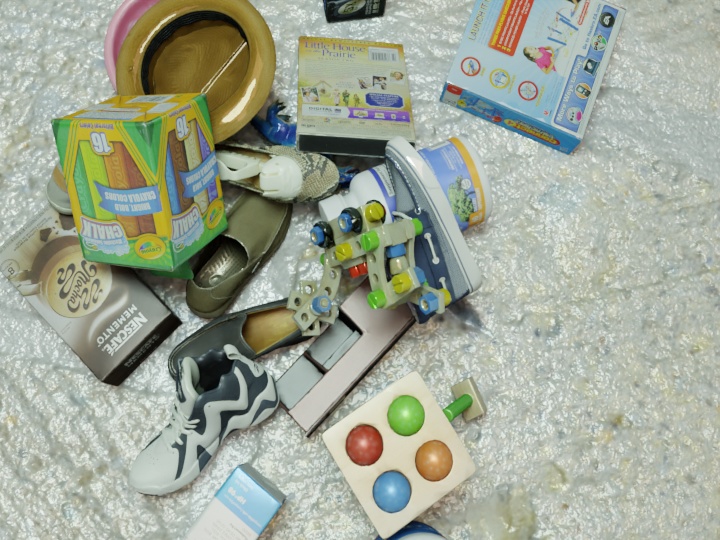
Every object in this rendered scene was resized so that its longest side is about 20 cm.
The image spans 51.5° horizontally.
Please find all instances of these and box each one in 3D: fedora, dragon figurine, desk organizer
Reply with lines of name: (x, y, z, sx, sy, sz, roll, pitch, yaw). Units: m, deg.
fedora: (-0.191, -0.234, 0.900, 0.195, 0.082, 0.206, 0, 84, 3)
dragon figurine: (-0.090, -0.156, 0.952, 0.195, 0.059, 0.102, 7, 77, -3)
desk organizer: (-0.021, 0.098, 0.898, 0.077, 0.072, 0.200, 43, 79, 8)

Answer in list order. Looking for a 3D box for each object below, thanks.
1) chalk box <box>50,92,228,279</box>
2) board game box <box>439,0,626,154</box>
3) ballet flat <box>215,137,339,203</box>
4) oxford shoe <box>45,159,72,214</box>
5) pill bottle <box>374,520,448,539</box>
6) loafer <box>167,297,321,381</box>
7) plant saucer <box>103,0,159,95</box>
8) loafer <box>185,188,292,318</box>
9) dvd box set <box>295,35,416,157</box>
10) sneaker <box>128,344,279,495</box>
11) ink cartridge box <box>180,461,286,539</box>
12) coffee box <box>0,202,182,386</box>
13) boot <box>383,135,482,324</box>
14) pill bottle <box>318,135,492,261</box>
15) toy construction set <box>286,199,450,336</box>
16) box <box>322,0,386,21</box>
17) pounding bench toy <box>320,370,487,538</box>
chalk box: (-0.231, -0.079, 0.818, 0.122, 0.124, 0.204, 4, 115, 20)
board game box: (0.230, -0.288, 1.001, 0.192, 0.056, 0.204, 23, 78, 2)
ballet flat: (-0.125, -0.118, 0.890, 0.196, 0.075, 0.069, 15, 111, 18)
oxford shoe: (-0.285, -0.130, 0.901, 0.075, 0.058, 0.199, 47, 48, 8)
pill bottle: (0.063, 0.332, 0.788, 0.109, 0.200, 0.115, 1, 78, -4)
loafer: (-0.141, 0.078, 0.894, 0.197, 0.072, 0.074, -25, 82, -8)
plant saucer: (-0.230, -0.279, 0.974, 0.195, 0.051, 0.206, 1, 78, -4)
loafer: (-0.144, -0.034, 0.914, 0.075, 0.068, 0.203, 27, 71, 2)
dvd box set: (-0.010, -0.220, 0.934, 0.143, 0.030, 0.203, 2, 49, -7)
sneaker: (-0.195, 0.157, 0.832, 0.197, 0.131, 0.080, -31, 45, -3)
ink cartridge box: (-0.169, 0.314, 0.820, 0.066, 0.116, 0.201, 37, 78, 5)
coffee box: (-0.322, 0.025, 0.889, 0.200, 0.080, 0.113, 44, 78, 6)
boot: (0.058, -0.040, 0.830, 0.089, 0.073, 0.202, -33, 107, -8)
pill bottle: (0.053, -0.079, 0.918, 0.196, 0.112, 0.114, -22, 80, -8)
toy construction set: (0.000, 0.000, 0.804, 0.091, 0.198, 0.134, -19, 90, -48)
box: (-0.014, -0.445, 0.944, 0.084, 0.200, 0.168, -8, 79, -5)
pounding bench toy: (0.068, 0.182, 0.842, 0.198, 0.156, 0.125, -33, 82, -10)
